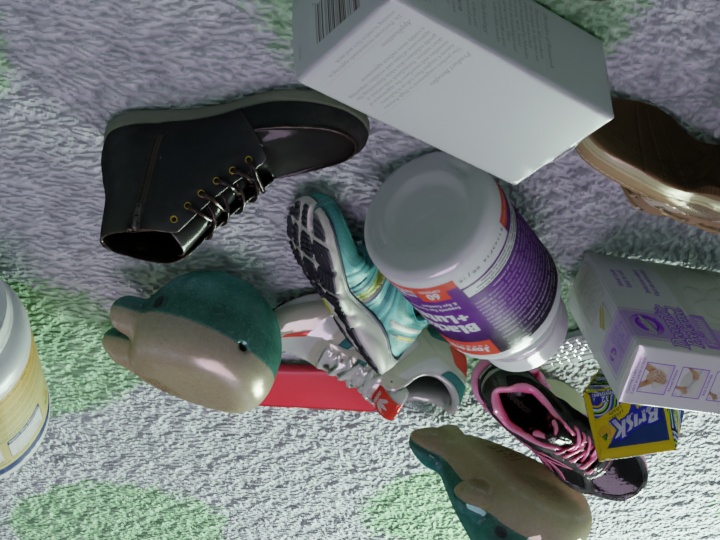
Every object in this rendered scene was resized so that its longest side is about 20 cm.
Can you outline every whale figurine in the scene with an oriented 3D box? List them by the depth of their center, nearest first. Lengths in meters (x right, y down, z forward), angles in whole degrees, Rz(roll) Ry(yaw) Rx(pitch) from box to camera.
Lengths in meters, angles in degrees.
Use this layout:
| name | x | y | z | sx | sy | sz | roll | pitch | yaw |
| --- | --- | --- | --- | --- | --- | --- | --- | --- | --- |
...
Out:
| name | x | y | z | sx | sy | sz | roll | pitch | yaw |
| --- | --- | --- | --- | --- | --- | --- | --- | --- | --- |
| whale figurine | -0.148 | 0.057 | 1.221 | 0.159 | 0.105 | 0.199 | 35 | 158 | -27 |
| whale figurine | 0.131 | 0.231 | 1.390 | 0.159 | 0.199 | 0.105 | 0 | 117 | -58 |

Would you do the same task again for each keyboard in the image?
| name | x | y | z | sx | sy | sz | roll | pitch | yaw |
| --- | --- | --- | --- | --- | --- | --- | --- | --- | --- |
| keyboard | 0.254 | 0.059 | 1.302 | 0.198 | 0.011 | 0.056 | -17 | 145 | 23 |

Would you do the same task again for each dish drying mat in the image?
| name | x | y | z | sx | sy | sz | roll | pitch | yaw |
| --- | --- | --- | --- | --- | --- | --- | --- | --- | --- |
| dish drying mat | -0.064 | 0.115 | 1.370 | 0.198 | 0.018 | 0.077 | 4 | 147 | -9 |

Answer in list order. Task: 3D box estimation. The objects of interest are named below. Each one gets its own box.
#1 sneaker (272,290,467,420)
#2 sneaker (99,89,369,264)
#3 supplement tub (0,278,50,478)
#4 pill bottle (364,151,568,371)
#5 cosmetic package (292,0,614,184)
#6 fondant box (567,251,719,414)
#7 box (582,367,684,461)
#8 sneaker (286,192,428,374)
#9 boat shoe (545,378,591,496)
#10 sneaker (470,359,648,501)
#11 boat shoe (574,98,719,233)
| name | x | y | z | sx | sy | sz | roll | pitch | yaw |
| --- | --- | --- | --- | --- | --- | --- | --- | --- | --- |
| sneaker | 0.008 | 0.081 | 1.247 | 0.198 | 0.094 | 0.070 | 10 | 147 | -18 |
| sneaker | -0.089 | -0.062 | 1.001 | 0.198 | 0.107 | 0.075 | -7 | 148 | 8 |
| supplement tub | -0.346 | 0.083 | 1.186 | 0.143 | 0.146 | 0.201 | 1 | 148 | -4 |
| pill bottle | 0.093 | 0.002 | 1.107 | 0.110 | 0.112 | 0.200 | -16 | 145 | 23 |
| cosmetic package | 0.063 | -0.139 | 0.918 | 0.199 | 0.075 | 0.101 | 21 | 142 | -35 |
| fondant box | 0.289 | 0.057 | 1.165 | 0.198 | 0.145 | 0.059 | 7 | 119 | -15 |
| box | 0.249 | 0.117 | 1.251 | 0.069 | 0.065 | 0.200 | -11 | -178 | 16 |
| sneaker | 0.000 | 0.000 | 1.155 | 0.079 | 0.077 | 0.201 | -39 | 137 | -8 |
| boat shoe | 0.216 | 0.176 | 1.428 | 0.063 | 0.074 | 0.201 | -14 | 142 | 32 |
| sneaker | 0.188 | 0.156 | 1.304 | 0.199 | 0.095 | 0.079 | 35 | 96 | -5 |
| boat shoe | 0.226 | -0.068 | 1.040 | 0.199 | 0.072 | 0.064 | 19 | 142 | -31 |
